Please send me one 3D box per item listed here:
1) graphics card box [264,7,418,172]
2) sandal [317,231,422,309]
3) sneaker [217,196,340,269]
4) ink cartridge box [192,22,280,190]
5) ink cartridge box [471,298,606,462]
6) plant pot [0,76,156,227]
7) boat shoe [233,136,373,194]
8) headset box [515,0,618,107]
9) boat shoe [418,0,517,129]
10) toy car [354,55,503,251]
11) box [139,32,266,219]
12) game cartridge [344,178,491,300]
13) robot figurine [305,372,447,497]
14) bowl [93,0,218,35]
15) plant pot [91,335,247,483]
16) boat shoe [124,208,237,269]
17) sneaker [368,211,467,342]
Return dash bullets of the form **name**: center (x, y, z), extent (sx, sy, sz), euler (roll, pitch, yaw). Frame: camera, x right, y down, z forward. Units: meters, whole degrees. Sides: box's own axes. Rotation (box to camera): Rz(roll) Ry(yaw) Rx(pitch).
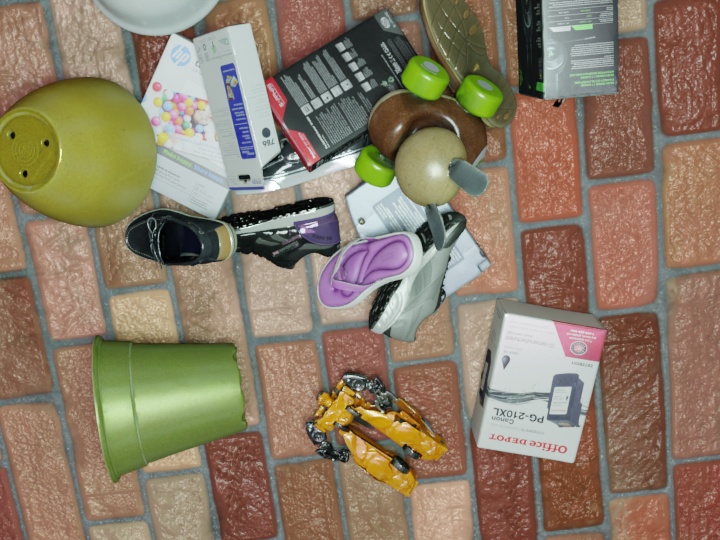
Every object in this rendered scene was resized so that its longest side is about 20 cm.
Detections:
- **graphics card box**: center (-0.017, -0.231, 1.111), extent (0.199, 0.051, 0.126), euler (-34, 88, -7)
- **sandal**: center (-0.002, -0.007, 1.156), extent (0.202, 0.050, 0.083), euler (-28, 66, 42)
- **sneaker**: center (-0.125, -0.036, 1.188), extent (0.198, 0.076, 0.088), euler (-10, 109, 3)
- **ink cartridge box**: center (-0.153, -0.202, 1.093), extent (0.039, 0.099, 0.202), euler (-20, 106, -34)
- **ink cartridge box**: center (0.247, 0.156, 1.220), extent (0.144, 0.084, 0.202), euler (9, 103, -1)
- **plant pot**: center (-0.381, -0.151, 1.101), extent (0.198, 0.142, 0.202), euler (2, 96, 15)
- **boat shoe**: center (-0.080, -0.154, 1.157), extent (0.199, 0.072, 0.068), euler (-16, 105, 2)
- **headset box**: center (0.249, -0.304, 1.064), extent (0.092, 0.174, 0.202), euler (-5, 105, 1)
- **boat shoe**: center (0.127, -0.270, 1.123), extent (0.072, 0.067, 0.201), euler (-39, 107, -23)
- **toy car**: center (0.099, -0.124, 1.029), extent (0.157, 0.201, 0.165), euler (12, 128, -26)
- **box**: center (-0.221, -0.192, 1.167), extent (0.155, 0.041, 0.201), euler (27, 101, -6)
- **game cartridge**: center (0.073, -0.051, 1.199), extent (0.133, 0.042, 0.201), euler (-33, 101, 13)
- **robot figurine**: center (0.018, 0.234, 1.256), extent (0.200, 0.058, 0.145), euler (37, 101, -8)
- **bowl**: center (-0.265, -0.402, 1.073), extent (0.199, 0.090, 0.203), euler (0, 92, 4)
- **plant pot**: center (-0.257, 0.174, 1.196), extent (0.188, 0.200, 0.202), euler (-8, 104, -11)
- **boat shoe**: center (-0.254, -0.042, 1.153), extent (0.199, 0.062, 0.075), euler (6, 105, 36)
- **sneaker**: center (0.087, 0.009, 1.165), extent (0.079, 0.074, 0.201), euler (26, 109, -15)
